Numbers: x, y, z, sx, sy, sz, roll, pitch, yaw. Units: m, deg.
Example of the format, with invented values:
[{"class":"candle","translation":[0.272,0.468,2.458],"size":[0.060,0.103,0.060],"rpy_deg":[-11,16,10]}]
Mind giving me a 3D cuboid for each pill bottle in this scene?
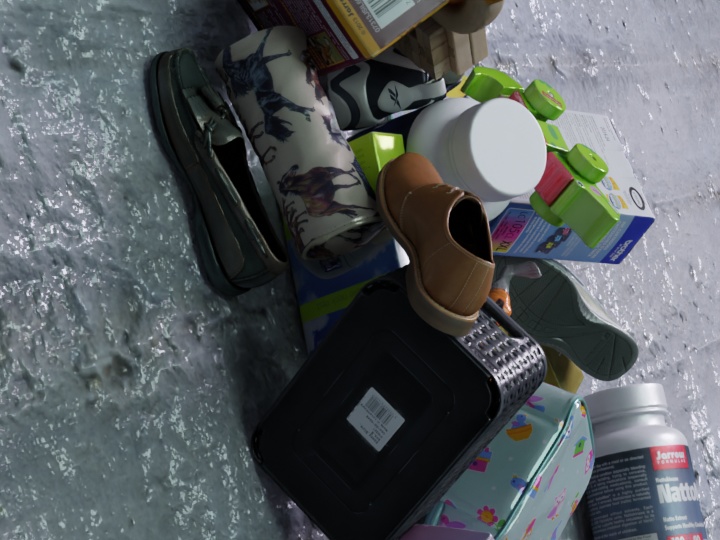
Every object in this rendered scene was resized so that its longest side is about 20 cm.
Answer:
[{"class":"pill bottle","translation":[0.297,0.227,1.651],"size":[0.119,0.119,0.201],"rpy_deg":[13,64,-55]},{"class":"pill bottle","translation":[0.065,-0.086,1.334],"size":[0.111,0.200,0.112],"rpy_deg":[7,78,-34]}]

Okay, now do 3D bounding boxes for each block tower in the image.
[{"class":"block tower","translation":[0.026,-0.244,1.355],"size":[0.054,0.200,0.058],"rpy_deg":[-35,144,-18]}]

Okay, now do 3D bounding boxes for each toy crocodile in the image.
[{"class":"toy crocodile","translation":[0.157,-0.103,1.345],"size":[0.062,0.068,0.200],"rpy_deg":[8,45,-49]}]

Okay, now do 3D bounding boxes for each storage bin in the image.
[{"class":"storage bin","translation":[0.027,0.103,1.175],"size":[0.135,0.200,0.094],"rpy_deg":[44,29,13]}]

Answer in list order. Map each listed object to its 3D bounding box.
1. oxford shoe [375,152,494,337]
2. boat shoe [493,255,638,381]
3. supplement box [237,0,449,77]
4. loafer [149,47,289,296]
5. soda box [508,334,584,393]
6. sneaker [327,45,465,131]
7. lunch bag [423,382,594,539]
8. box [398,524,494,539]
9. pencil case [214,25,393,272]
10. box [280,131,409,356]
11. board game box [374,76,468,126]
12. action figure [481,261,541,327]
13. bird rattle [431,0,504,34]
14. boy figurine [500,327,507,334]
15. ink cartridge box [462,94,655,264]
[{"class":"oxford shoe","translation":[0.063,-0.037,1.141],"size":[0.071,0.071,0.200],"rpy_deg":[18,29,-25]},{"class":"boat shoe","translation":[0.189,0.034,1.499],"size":[0.202,0.074,0.065],"rpy_deg":[34,14,-29]},{"class":"supplement box","translation":[-0.024,-0.229,1.272],"size":[0.086,0.200,0.111],"rpy_deg":[-37,103,-16]},{"class":"loafer","translation":[-0.105,-0.083,1.212],"size":[0.072,0.063,0.201],"rpy_deg":[-16,89,-59]},{"class":"soda box","translation":[0.152,0.046,1.556],"size":[0.201,0.068,0.064],"rpy_deg":[64,31,-15]},{"class":"sneaker","translation":[0.046,-0.205,1.425],"size":[0.199,0.129,0.080],"rpy_deg":[-75,155,-58]},{"class":"lunch bag","translation":[0.131,0.207,1.357],"size":[0.200,0.077,0.161],"rpy_deg":[-55,151,-23]},{"class":"box","translation":[0.059,0.329,1.180],"size":[0.176,0.096,0.201],"rpy_deg":[-40,112,-32]},{"class":"pencil case","translation":[-0.045,-0.102,1.224],"size":[0.089,0.078,0.201],"rpy_deg":[14,47,-63]},{"class":"box","translation":[0.000,0.000,1.281],"size":[0.048,0.122,0.201],"rpy_deg":[1,73,-48]},{"class":"board game box","translation":[0.109,-0.124,1.519],"size":[0.199,0.034,0.135],"rpy_deg":[13,60,-25]},{"class":"action figure","translation":[0.076,0.098,1.367],"size":[0.193,0.105,0.201],"rpy_deg":[-26,139,-32]},{"class":"bird rattle","translation":[0.054,-0.264,1.241],"size":[0.112,0.200,0.164],"rpy_deg":[-26,90,-29]},{"class":"boy figurine","translation":[0.097,0.049,1.470],"size":[0.124,0.064,0.201],"rpy_deg":[-45,115,-51]},{"class":"ink cartridge box","translation":[0.185,-0.082,1.456],"size":[0.199,0.076,0.137],"rpy_deg":[3,50,-27]}]
